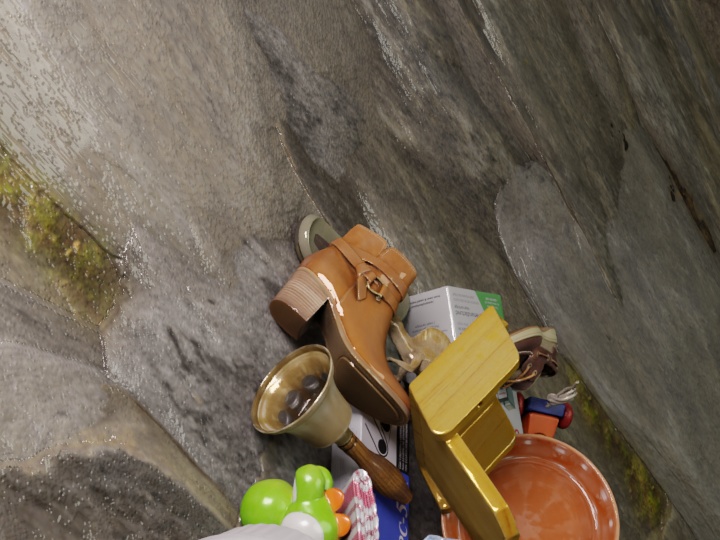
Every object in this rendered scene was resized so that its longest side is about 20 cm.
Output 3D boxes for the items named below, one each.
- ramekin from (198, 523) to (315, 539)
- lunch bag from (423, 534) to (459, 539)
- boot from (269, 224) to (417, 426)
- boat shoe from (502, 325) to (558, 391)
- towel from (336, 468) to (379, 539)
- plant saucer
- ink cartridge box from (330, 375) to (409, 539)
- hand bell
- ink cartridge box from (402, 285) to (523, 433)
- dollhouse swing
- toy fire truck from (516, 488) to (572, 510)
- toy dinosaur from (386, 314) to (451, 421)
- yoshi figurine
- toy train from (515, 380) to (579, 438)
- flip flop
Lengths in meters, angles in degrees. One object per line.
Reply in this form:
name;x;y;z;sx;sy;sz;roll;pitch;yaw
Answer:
ramekin;-0.084;0.304;1.009;0.094;0.200;0.205;-23;95;-71
lunch bag;0.069;0.400;1.250;0.199;0.127;0.171;-31;103;-29
boot;0.016;0.053;1.314;0.200;0.074;0.155;48;54;-1
boat shoe;0.197;0.111;1.497;0.199;0.071;0.073;5;70;-64
towel;-0.010;0.309;1.144;0.030;0.147;0.202;9;48;-19
plant saucer;0.188;0.282;1.368;0.032;0.197;0.202;89;4;-60
ink cartridge box;0.012;0.206;1.340;0.094;0.044;0.202;33;49;-45
hand bell;-0.009;0.177;1.246;0.200;0.103;0.105;46;40;-29
ink cartridge box;0.125;0.131;1.518;0.145;0.083;0.203;9;68;-56
dollhouse swing;0.149;0.187;1.282;0.181;0.175;0.201;-42;151;-20
toy fire truck;0.199;0.315;1.468;0.201;0.166;0.113;56;35;-26
toy dinosaur;0.084;0.118;1.373;0.199;0.058;0.102;37;60;-25
yoshi figurine;-0.075;0.282;1.147;0.111;0.112;0.203;11;77;-12
toy train;0.226;0.217;1.556;0.084;0.200;0.117;12;69;-11
flip flop;0.000;0.000;1.406;0.200;0.057;0.082;44;42;-39
